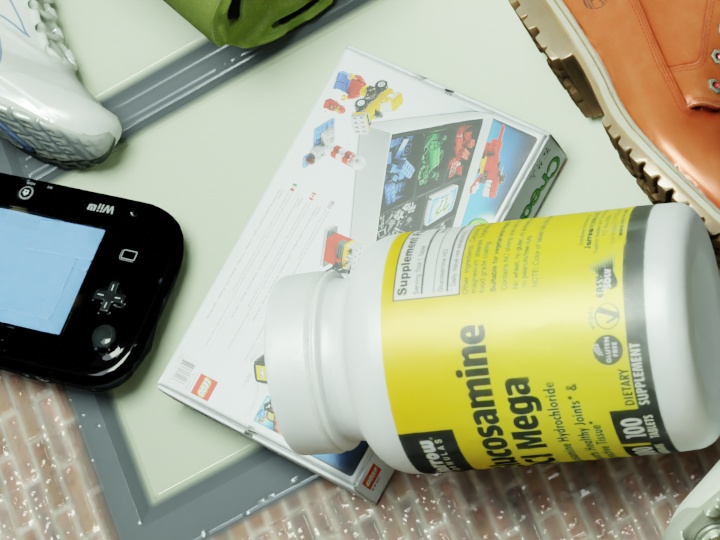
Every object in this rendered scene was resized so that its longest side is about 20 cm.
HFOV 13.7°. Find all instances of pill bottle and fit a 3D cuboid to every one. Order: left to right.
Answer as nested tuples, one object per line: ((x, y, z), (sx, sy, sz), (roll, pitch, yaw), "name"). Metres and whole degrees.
((0.062, 0.034, 1.375), (0.199, 0.112, 0.113), (-7, 68, 17), "pill bottle")

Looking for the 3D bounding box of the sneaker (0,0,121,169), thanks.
((-0.194, -0.127, 1.597), (0.200, 0.075, 0.087), (38, 82, 29), "sneaker")

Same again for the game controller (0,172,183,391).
((-0.187, 0.000, 1.560), (0.199, 0.042, 0.105), (12, 75, 25), "game controller")

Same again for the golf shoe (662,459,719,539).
((0.212, 0.065, 1.369), (0.200, 0.078, 0.097), (-37, 41, 2), "golf shoe")

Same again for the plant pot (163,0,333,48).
((-0.084, -0.221, 1.535), (0.200, 0.200, 0.190), (-41, 72, 3), "plant pot")

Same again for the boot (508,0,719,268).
((0.162, -0.088, 1.437), (0.107, 0.075, 0.200), (-33, 61, 2), "boot")

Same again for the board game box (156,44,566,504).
((0.000, 0.000, 1.487), (0.126, 0.035, 0.201), (26, 82, 27), "board game box")
